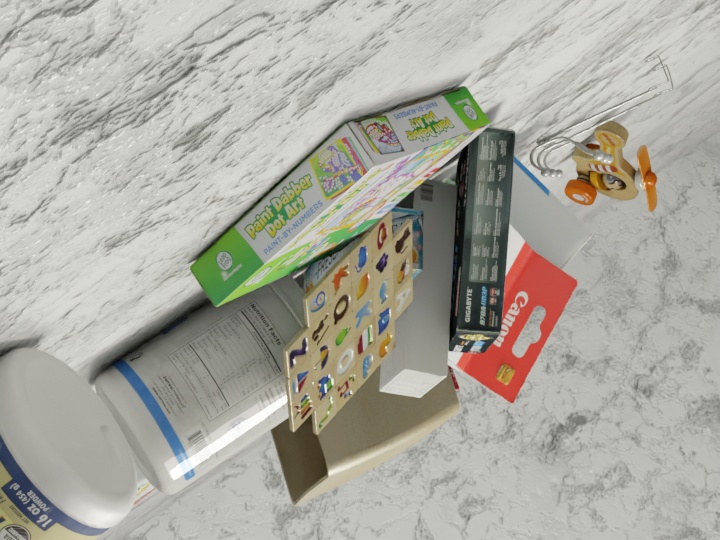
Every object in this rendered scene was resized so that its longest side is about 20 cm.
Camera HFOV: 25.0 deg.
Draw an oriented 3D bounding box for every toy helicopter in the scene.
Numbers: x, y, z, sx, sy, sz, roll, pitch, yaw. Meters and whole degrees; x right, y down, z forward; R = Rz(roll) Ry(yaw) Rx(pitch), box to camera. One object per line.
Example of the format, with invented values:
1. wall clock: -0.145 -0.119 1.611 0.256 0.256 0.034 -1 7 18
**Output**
1. toy helicopter: 0.358 -0.149 2.264 0.079 0.131 0.200 -62 163 -17

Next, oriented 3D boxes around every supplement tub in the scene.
1. supplement tub: -0.130 0.100 1.484 0.199 0.133 0.132 -33 173 -18
2. supplement tub: -0.275 0.167 1.163 0.199 0.145 0.144 -37 173 13

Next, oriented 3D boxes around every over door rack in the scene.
1. over door rack: 0.307 -0.177 1.999 0.199 0.067 0.148 -37 174 12

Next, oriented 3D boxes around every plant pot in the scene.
1. plant pot: -0.003 0.125 1.797 0.175 0.202 0.200 -14 167 -17

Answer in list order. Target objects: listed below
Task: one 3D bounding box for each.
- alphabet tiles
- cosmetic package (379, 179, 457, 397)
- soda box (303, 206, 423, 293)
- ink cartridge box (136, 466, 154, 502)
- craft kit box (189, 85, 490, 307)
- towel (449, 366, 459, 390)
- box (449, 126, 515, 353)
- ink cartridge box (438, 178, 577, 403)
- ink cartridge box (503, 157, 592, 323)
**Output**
1. alphabet tiles: -0.008 0.047 1.456 0.200 0.006 0.168 -46 146 -37
2. cosmetic package: 0.059 0.017 1.619 0.050 0.203 0.083 10 159 -16
3. soda box: 0.000 0.000 1.617 0.068 0.064 0.200 8 158 -17
4. ink cartridge box: -0.278 0.220 1.799 0.145 0.083 0.200 -37 174 24
5. craft kit box: -0.014 -0.062 1.308 0.200 0.049 0.197 -40 169 34
6. towel: 0.055 0.065 1.894 0.022 0.202 0.145 -16 166 -22
7. box: 0.117 -0.026 1.605 0.045 0.203 0.159 5 171 -1
8. ink cartridge box: 0.126 0.024 1.732 0.162 0.199 0.050 -59 -171 -11
9. ink cartridge box: 0.151 -0.020 1.882 0.145 0.147 0.200 -45 176 -14
